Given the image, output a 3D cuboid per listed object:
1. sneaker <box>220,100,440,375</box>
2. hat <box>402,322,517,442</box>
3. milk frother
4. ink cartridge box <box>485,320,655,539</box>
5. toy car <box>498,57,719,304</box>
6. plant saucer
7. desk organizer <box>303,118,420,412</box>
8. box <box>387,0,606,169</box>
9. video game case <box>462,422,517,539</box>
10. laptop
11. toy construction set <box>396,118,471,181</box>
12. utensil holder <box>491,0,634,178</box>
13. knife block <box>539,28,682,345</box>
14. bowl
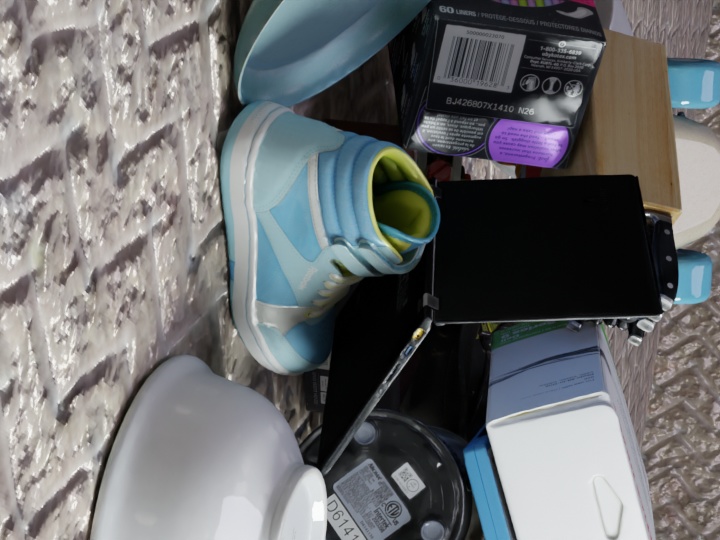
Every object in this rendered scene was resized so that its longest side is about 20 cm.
[{"bbox_3d":[-0.011,-0.003,1.126,0.080,0.130,0.200,-54,148,-40],"label":"sneaker"},{"bbox_3d":[0.072,0.080,1.421,0.201,0.081,0.201,5,90,-71],"label":"hat"},{"bbox_3d":[-0.006,0.198,1.226,0.188,0.199,0.181,37,34,-76],"label":"milk frother"},{"bbox_3d":[0.142,0.124,1.232,0.200,0.084,0.146,-68,142,-75],"label":"ink cartridge box"},{"bbox_3d":[0.168,-0.076,1.446,0.176,0.200,0.185,-7,103,-31],"label":"toy car"},{"bbox_3d":[-0.003,-0.173,1.102,0.200,0.027,0.200,-40,168,-10],"label":"plant saucer"},{"bbox_3d":[0.000,0.000,1.290,0.077,0.071,0.201,-64,156,-55],"label":"desk organizer"},{"bbox_3d":[0.089,-0.174,1.291,0.200,0.122,0.106,-96,-163,-53],"label":"box"},{"bbox_3d":[0.105,0.176,1.251,0.200,0.018,0.144,-11,86,-81],"label":"video game case"},{"bbox_3d":[0.075,0.029,1.140,0.200,0.116,0.187,-56,-168,25],"label":"laptop"},{"bbox_3d":[0.055,-0.071,1.406,0.131,0.092,0.200,99,11,-64],"label":"toy construction set"},{"bbox_3d":[0.154,-0.181,1.579,0.200,0.169,0.171,43,55,-67],"label":"utensil holder"},{"bbox_3d":[0.178,-0.057,1.240,0.176,0.064,0.201,-141,-115,-73],"label":"knife block"},{"bbox_3d":[-0.075,0.153,1.058,0.201,0.090,0.202,7,90,-75],"label":"bowl"}]
